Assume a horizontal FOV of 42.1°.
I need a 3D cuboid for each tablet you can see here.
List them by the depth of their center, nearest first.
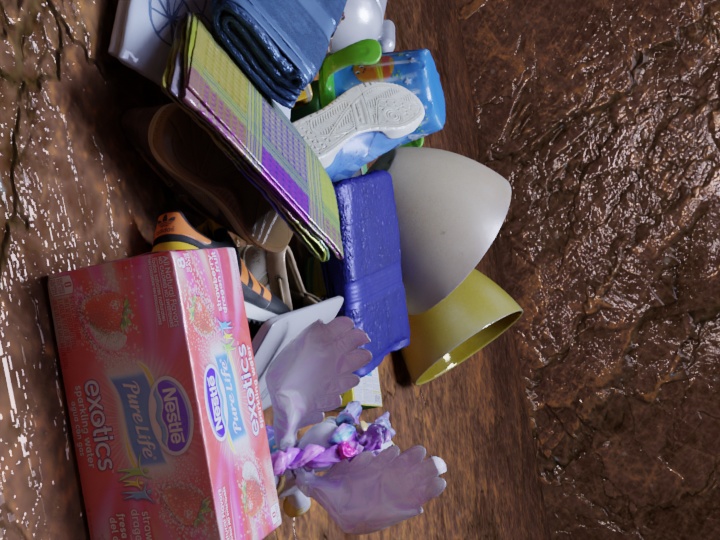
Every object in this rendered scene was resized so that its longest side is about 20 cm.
[{"bbox_3d":[-0.075,0.085,0.810,0.131,0.014,0.200,-57,169,12],"label":"tablet"}]

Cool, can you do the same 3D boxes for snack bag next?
[{"bbox_3d":[-0.122,-0.211,0.808,0.199,0.021,0.191,29,55,-46],"label":"snack bag"}]

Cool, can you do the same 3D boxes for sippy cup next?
[{"bbox_3d":[0.032,-0.205,1.131,0.178,0.129,0.141,-40,119,-72],"label":"sippy cup"}]

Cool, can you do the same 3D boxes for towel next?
[{"bbox_3d":[-0.083,-0.107,0.747,0.200,0.023,0.144,47,20,-33],"label":"towel"},{"bbox_3d":[-0.069,-0.240,0.825,0.112,0.048,0.201,47,39,-27],"label":"towel"},{"bbox_3d":[0.000,0.000,0.984,0.147,0.049,0.203,-24,110,-64],"label":"towel"}]

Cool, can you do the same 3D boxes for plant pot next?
[{"bbox_3d":[0.062,-0.068,1.113,0.134,0.200,0.201,36,32,-15],"label":"plant pot"},{"bbox_3d":[0.127,0.061,1.433,0.143,0.199,0.200,56,10,15],"label":"plant pot"}]

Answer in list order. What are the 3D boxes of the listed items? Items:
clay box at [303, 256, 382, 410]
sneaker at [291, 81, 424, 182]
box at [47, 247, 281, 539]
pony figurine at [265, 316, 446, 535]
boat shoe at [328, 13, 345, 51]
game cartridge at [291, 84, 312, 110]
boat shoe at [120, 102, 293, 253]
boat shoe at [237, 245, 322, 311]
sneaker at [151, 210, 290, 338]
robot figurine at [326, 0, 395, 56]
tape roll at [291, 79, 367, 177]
[{"bbox_3d":[-0.021,0.062,1.106,0.115,0.047,0.202,29,52,-70],"label":"clay box"},{"bbox_3d":[-0.020,-0.132,1.032,0.199,0.112,0.077,-33,73,-36],"label":"sneaker"},{"bbox_3d":[-0.128,0.090,0.624,0.103,0.094,0.203,-7,87,-73],"label":"box"},{"bbox_3d":[-0.035,0.152,0.774,0.168,0.192,0.200,60,9,15],"label":"pony figurine"},{"bbox_3d":[-0.052,-0.298,1.059,0.201,0.070,0.071,-107,-176,-53],"label":"boat shoe"},{"bbox_3d":[-0.093,-0.272,0.984,0.176,0.032,0.202,-121,-167,-82],"label":"game cartridge"},{"bbox_3d":[-0.124,-0.077,0.782,0.200,0.071,0.073,37,69,-55],"label":"boat shoe"},{"bbox_3d":[-0.065,0.056,0.921,0.072,0.064,0.201,-84,158,-44],"label":"boat shoe"},{"bbox_3d":[-0.110,0.006,0.783,0.200,0.069,0.091,28,56,-69],"label":"sneaker"},{"bbox_3d":[-0.024,-0.347,1.226,0.168,0.113,0.201,28,38,-17],"label":"robot figurine"},{"bbox_3d":[-0.039,-0.135,1.164,0.200,0.048,0.203,-10,90,-74],"label":"tape roll"}]
